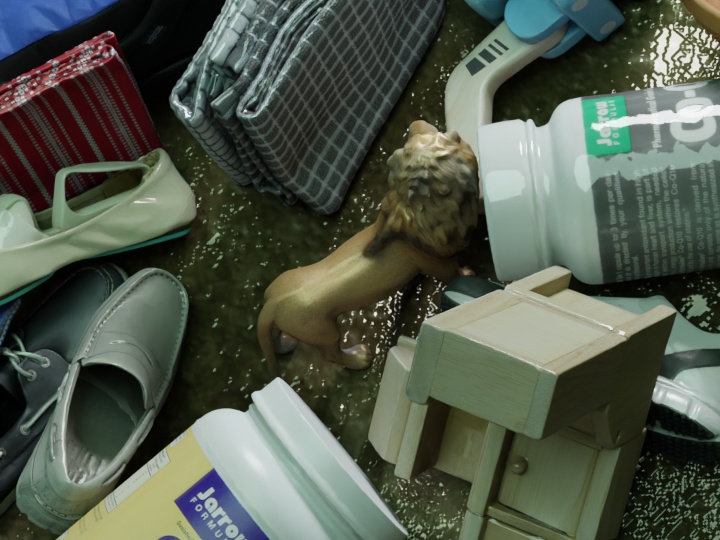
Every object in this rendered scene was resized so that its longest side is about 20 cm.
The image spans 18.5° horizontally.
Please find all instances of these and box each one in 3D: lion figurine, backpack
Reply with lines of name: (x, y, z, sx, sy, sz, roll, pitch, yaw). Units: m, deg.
lion figurine: (0.000, 0.000, 1.355, 0.200, 0.122, 0.072, -42, 64, -1)
backpack: (-0.181, -0.188, 1.466, 0.200, 0.162, 0.168, -30, 65, 15)

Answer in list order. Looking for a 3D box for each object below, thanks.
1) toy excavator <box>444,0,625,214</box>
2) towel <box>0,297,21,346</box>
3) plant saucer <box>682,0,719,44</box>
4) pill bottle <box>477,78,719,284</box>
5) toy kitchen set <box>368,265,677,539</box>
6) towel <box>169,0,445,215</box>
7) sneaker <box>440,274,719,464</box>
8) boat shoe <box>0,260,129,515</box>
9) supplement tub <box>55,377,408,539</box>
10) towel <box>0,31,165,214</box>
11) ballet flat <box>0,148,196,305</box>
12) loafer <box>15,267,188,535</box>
toy excavator: (0.103, -0.161, 1.412, 0.200, 0.100, 0.195, -38, 64, 16)
towel: (-0.317, 0.076, 1.449, 0.200, 0.024, 0.145, 4, 65, 38)
plant saucer: (0.289, -0.158, 1.319, 0.200, 0.038, 0.200, 0, 31, 0)
pill bottle: (0.174, -0.052, 1.312, 0.200, 0.113, 0.113, -8, 68, 6)
toy kitchen set: (0.050, 0.102, 1.234, 0.163, 0.180, 0.200, 21, 108, 24)
towel: (-0.024, -0.145, 1.396, 0.085, 0.166, 0.200, 27, 80, 18)
sneaker: (0.143, 0.045, 1.332, 0.200, 0.074, 0.080, 24, 64, 20)
boat shoe: (-0.217, 0.075, 1.428, 0.073, 0.063, 0.200, 29, 81, 25)
supplement tub: (-0.086, 0.174, 1.304, 0.200, 0.145, 0.145, -40, 64, 0)
towel: (-0.227, -0.065, 1.411, 0.200, 0.145, 0.023, -29, 64, -6)
ballet flat: (-0.201, -0.029, 1.421, 0.200, 0.070, 0.070, -23, 61, -26)
loafer: (-0.151, 0.074, 1.376, 0.070, 0.070, 0.200, 30, 52, -13)
